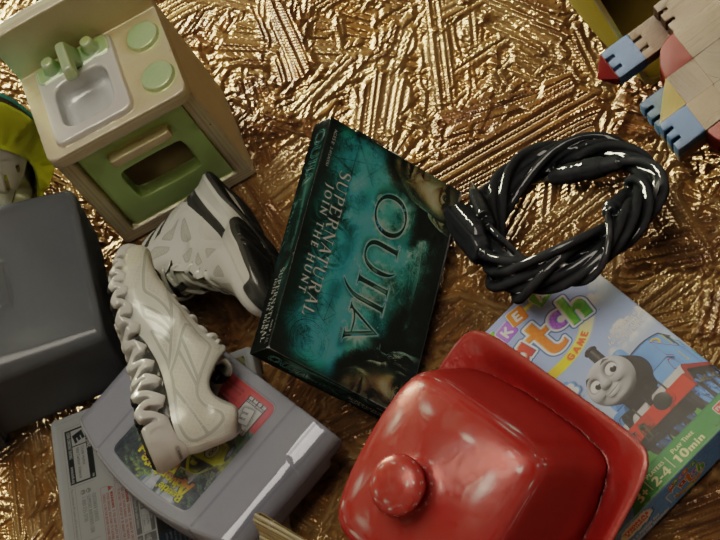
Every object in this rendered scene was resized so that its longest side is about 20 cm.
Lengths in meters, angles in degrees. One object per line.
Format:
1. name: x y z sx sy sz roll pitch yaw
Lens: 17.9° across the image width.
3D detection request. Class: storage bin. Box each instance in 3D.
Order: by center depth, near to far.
1. storage bin: -0.276 0.026 1.865 0.134 0.146 0.200 -19 55 1

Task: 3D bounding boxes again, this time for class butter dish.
1. butter dish: 0.063 0.156 1.591 0.199 0.148 0.200 36 102 38

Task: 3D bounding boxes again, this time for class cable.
1. cable: 0.157 -0.041 1.724 0.163 0.051 0.200 -25 26 -8

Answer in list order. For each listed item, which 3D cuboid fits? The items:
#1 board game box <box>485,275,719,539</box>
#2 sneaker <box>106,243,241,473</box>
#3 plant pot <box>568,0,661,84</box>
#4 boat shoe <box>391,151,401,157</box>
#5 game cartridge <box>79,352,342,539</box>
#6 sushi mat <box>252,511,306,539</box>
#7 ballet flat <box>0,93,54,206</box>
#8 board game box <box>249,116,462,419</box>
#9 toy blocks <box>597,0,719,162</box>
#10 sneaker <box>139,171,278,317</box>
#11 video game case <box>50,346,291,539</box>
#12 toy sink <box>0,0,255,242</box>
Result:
1. board game box: 0.169 0.095 1.672 0.151 0.037 0.200 -45 52 -5
2. sneaker: -0.144 0.061 1.754 0.081 0.075 0.200 -17 56 -1
3. plant pot: 0.209 -0.306 1.807 0.200 0.200 0.176 -44 43 -5
4. boat shoe: -0.004 -0.014 1.800 0.072 0.062 0.200 1 62 25
5. game cartridge: -0.123 0.131 1.759 0.200 0.041 0.133 33 82 36
6. sushi mat: 0.005 0.242 1.623 0.200 0.096 0.012 25 55 34
7. ballet flat: -0.294 -0.090 1.907 0.067 0.200 0.067 9 77 4
8. board game box: 0.000 0.000 1.749 0.028 0.135 0.200 -20 49 52
9. toy blocks: 0.271 -0.139 1.719 0.137 0.100 0.200 -37 79 2
10. sneaker: -0.123 0.009 1.827 0.115 0.076 0.201 -43 30 6
11. video game case: -0.148 0.175 1.780 0.182 0.023 0.200 -21 54 12
12. toy sink: -0.193 -0.133 1.874 0.130 0.200 0.112 -28 53 6
